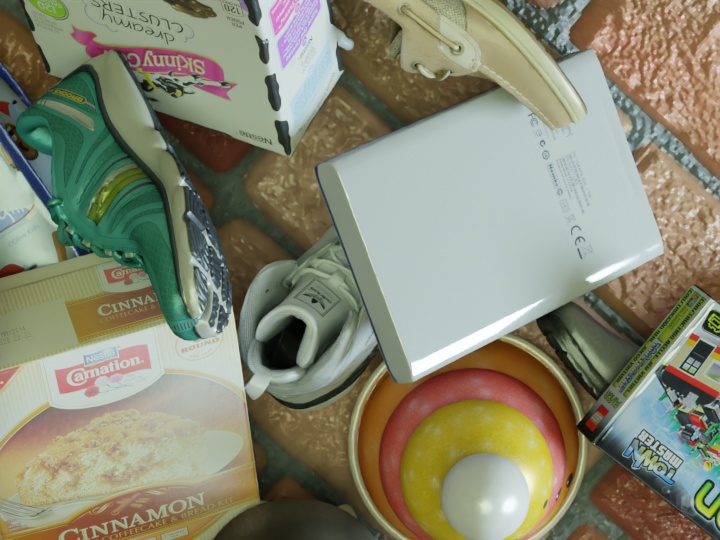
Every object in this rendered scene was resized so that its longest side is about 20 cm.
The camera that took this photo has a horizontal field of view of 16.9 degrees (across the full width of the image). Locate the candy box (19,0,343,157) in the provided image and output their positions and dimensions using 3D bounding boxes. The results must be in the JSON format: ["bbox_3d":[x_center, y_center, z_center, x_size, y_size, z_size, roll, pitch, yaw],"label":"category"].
[{"bbox_3d":[-0.108,-0.168,1.324,0.168,0.200,0.072,19,62,20],"label":"candy box"}]

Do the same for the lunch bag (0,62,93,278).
[{"bbox_3d":[-0.256,-0.035,1.406,0.170,0.124,0.200,-33,94,8],"label":"lunch bag"}]

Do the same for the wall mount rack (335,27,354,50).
[{"bbox_3d":[-0.047,-0.224,1.400,0.174,0.075,0.200,32,97,-4],"label":"wall mount rack"}]

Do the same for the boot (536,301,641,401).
[{"bbox_3d":[0.211,0.052,1.453,0.200,0.070,0.132,41,94,-17],"label":"boot"}]

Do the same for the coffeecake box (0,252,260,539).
[{"bbox_3d":[-0.145,0.086,1.383,0.153,0.073,0.200,-16,136,-10],"label":"coffeecake box"}]

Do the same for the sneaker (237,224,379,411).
[{"bbox_3d":[0.000,0.000,1.408,0.075,0.115,0.200,38,99,11],"label":"sneaker"}]

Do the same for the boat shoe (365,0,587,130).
[{"bbox_3d":[0.043,-0.141,1.364,0.200,0.071,0.065,41,98,-11],"label":"boat shoe"}]

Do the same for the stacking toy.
[{"bbox_3d":[0.064,0.118,1.389,0.146,0.200,0.146,0,99,1],"label":"stacking toy"}]

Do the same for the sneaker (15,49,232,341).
[{"bbox_3d":[-0.127,-0.031,1.309,0.080,0.200,0.078,-28,142,-3],"label":"sneaker"}]

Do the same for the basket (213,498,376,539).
[{"bbox_3d":[-0.035,0.222,1.345,0.136,0.200,0.180,-24,114,7],"label":"basket"}]

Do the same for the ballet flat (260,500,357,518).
[{"bbox_3d":[-0.093,0.174,1.474,0.200,0.069,0.070,-5,99,-1],"label":"ballet flat"}]

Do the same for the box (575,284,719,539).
[{"bbox_3d":[0.236,0.111,1.417,0.200,0.035,0.110,37,94,-18],"label":"box"}]

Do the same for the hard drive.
[{"bbox_3d":[0.078,-0.034,1.398,0.200,0.025,0.132,-25,99,-32],"label":"hard drive"}]
